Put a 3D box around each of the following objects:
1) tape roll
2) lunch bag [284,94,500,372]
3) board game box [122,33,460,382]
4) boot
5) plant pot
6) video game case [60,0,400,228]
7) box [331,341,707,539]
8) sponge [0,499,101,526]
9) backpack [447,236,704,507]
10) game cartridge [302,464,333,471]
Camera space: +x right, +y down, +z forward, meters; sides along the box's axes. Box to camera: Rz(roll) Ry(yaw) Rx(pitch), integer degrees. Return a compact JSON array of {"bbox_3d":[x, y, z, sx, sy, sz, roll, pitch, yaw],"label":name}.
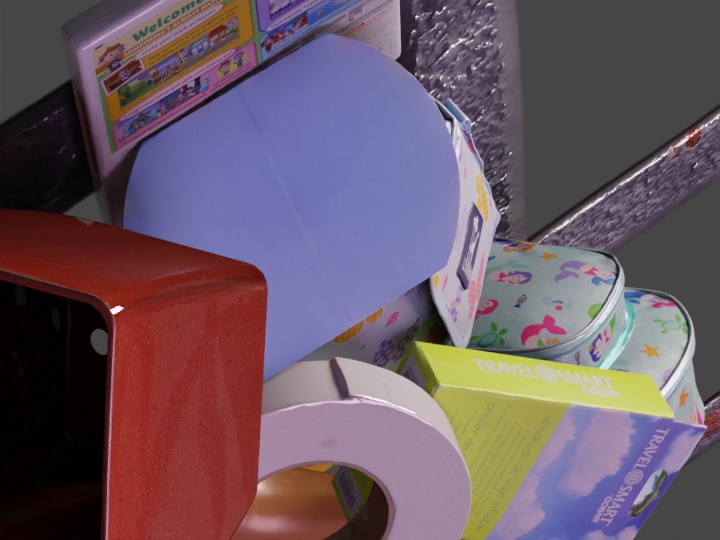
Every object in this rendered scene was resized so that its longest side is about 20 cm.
[{"bbox_3d":[-0.035,0.137,1.621,0.202,0.037,0.203,-9,130,-11],"label":"tape roll"},{"bbox_3d":[0.000,0.000,1.678,0.200,0.127,0.170,-43,159,-9],"label":"lunch bag"},{"bbox_3d":[-0.044,-0.038,1.555,0.200,0.039,0.158,-33,115,-13],"label":"board game box"},{"bbox_3d":[-0.008,0.152,1.785,0.155,0.077,0.200,-9,148,32],"label":"boot"},{"bbox_3d":[-0.154,0.068,1.436,0.176,0.199,0.201,-23,122,-54],"label":"plant pot"},{"bbox_3d":[-0.064,-0.123,1.506,0.200,0.022,0.182,-33,154,-16],"label":"video game case"},{"bbox_3d":[0.097,0.111,1.707,0.199,0.048,0.122,10,126,-31],"label":"box"},{"bbox_3d":[-0.170,0.170,1.550,0.199,0.030,0.112,-7,144,-7],"label":"sponge"},{"bbox_3d":[0.124,0.072,1.851,0.178,0.199,0.151,-49,143,-45],"label":"backpack"},{"bbox_3d":[-0.059,0.100,1.873,0.200,0.032,0.177,-33,154,-22],"label":"game cartridge"}]
